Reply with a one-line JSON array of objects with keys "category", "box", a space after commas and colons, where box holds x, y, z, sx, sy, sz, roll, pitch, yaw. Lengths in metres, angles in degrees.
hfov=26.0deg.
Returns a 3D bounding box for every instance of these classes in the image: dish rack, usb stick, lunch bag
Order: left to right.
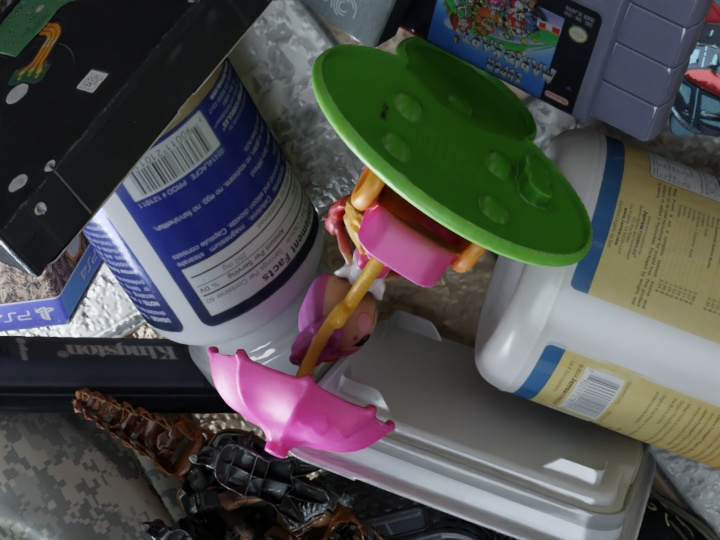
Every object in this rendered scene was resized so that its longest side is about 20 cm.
[{"category": "lunch bag", "box": [-0.169, 0.166, 0.933, 0.139, 0.167, 0.201, -37, 78, 32]}, {"category": "usb stick", "box": [-0.136, 0.061, 0.915, 0.199, 0.056, 0.033, 2, 129, -25]}, {"category": "dish rack", "box": [0.067, 0.081, 0.859, 0.199, 0.172, 0.044, 20, 110, 11]}]

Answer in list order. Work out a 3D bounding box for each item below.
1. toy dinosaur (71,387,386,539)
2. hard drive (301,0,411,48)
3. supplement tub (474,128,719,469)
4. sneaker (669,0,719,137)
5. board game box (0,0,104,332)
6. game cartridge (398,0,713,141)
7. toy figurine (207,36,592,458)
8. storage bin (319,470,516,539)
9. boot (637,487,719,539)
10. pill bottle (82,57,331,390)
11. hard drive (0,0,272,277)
[{"category": "toy dinosaur", "box": [-0.072, 0.132, 0.877, 0.199, 0.136, 0.103, 11, 97, -3]}, {"category": "hard drive", "box": [-0.007, -0.224, 0.727, 0.139, 0.033, 0.201, 38, 130, 15]}, {"category": "supplement tub", "box": [0.173, 0.023, 0.820, 0.199, 0.145, 0.145, 20, 125, -2]}, {"category": "sneaker", "box": [0.193, -0.106, 0.783, 0.199, 0.079, 0.096, 26, 130, 5]}, {"category": "board game box", "box": [-0.251, -0.069, 0.875, 0.158, 0.097, 0.201, -7, 121, 16]}, {"category": "game cartridge", "box": [0.073, -0.157, 0.745, 0.199, 0.038, 0.130, 30, 123, 21]}, {"category": "toy figurine", "box": [0.000, 0.000, 0.761, 0.150, 0.200, 0.184, 31, 116, -9]}, {"category": "storage bin", "box": [0.055, 0.220, 1.007, 0.134, 0.094, 0.201, -16, 119, 21]}, {"category": "boot", "box": [0.163, 0.197, 0.932, 0.073, 0.154, 0.204, -30, 113, 27]}, {"category": "pill bottle", "box": [-0.090, -0.032, 0.851, 0.115, 0.116, 0.201, -15, 126, 20]}, {"category": "hard drive", "box": [-0.136, -0.096, 0.750, 0.139, 0.200, 0.038, 18, 155, 44]}]
